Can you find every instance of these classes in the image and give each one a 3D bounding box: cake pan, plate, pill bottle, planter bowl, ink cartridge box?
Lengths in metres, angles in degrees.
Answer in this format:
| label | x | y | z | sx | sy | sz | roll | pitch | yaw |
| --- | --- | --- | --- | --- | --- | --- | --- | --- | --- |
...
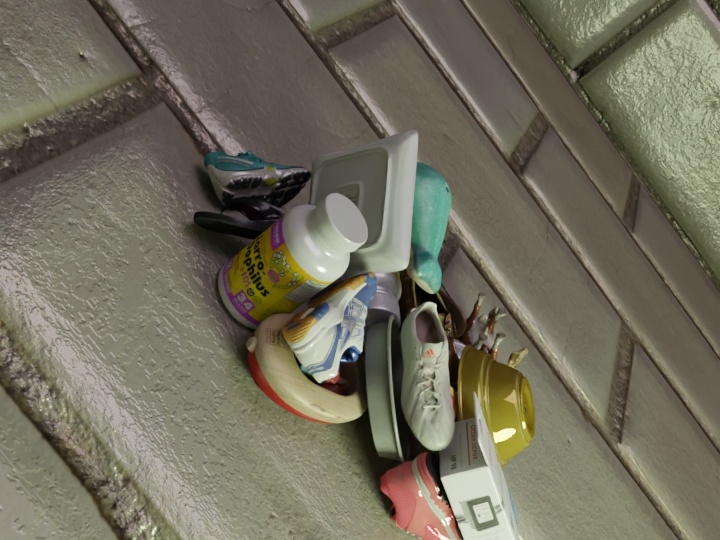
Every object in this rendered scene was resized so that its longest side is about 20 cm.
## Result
| label | x | y | z | sx | sy | sz | roll | pitch | yaw |
| --- | --- | --- | --- | --- | --- | --- | --- | --- | --- |
| cake pan | 0.037 | 0.162 | 1.157 | 0.200 | 0.036 | 0.204 | -7 | 90 | -82 |
| plate | -0.011 | -0.091 | 1.205 | 0.032 | 0.198 | 0.203 | 21 | 68 | -47 |
| pill bottle | 0.000 | 0.000 | 1.271 | 0.114 | 0.114 | 0.202 | 27 | 42 | -38 |
| planter bowl | 0.208 | 0.206 | 1.262 | 0.200 | 0.082 | 0.204 | -8 | 90 | -70 |
| ink cartridge box | 0.152 | 0.278 | 1.136 | 0.116 | 0.066 | 0.202 | -80 | 151 | -66 |
| pill bottle | -0.084 | -0.014 | 1.086 | 0.104 | 0.199 | 0.105 | 34 | 37 | -30 |

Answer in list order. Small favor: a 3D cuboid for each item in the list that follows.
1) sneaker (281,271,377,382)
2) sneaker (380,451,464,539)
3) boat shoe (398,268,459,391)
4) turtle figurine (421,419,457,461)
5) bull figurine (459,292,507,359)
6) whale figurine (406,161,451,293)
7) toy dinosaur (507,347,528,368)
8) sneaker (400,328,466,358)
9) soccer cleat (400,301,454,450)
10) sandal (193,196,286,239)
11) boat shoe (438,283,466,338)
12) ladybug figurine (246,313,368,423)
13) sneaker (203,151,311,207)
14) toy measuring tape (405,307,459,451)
| label | x | y | z | sx | sy | sz | roll | pitch | yaw |
| --- | --- | --- | --- | --- | --- | --- | --- | --- | --- |
| sneaker | -0.027 | 0.070 | 1.088 | 0.089 | 0.075 | 0.200 | 62 | 35 | -9 |
| sneaker | 0.085 | 0.322 | 1.138 | 0.074 | 0.086 | 0.202 | -88 | 157 | -57 |
| boat shoe | 0.101 | 0.086 | 1.275 | 0.071 | 0.068 | 0.202 | -12 | 67 | -32 |
| turtle figurine | 0.132 | 0.252 | 1.264 | 0.199 | 0.064 | 0.163 | 11 | 53 | -49 |
| bull figurine | 0.202 | 0.134 | 1.438 | 0.064 | 0.122 | 0.201 | 15 | 35 | -8 |
| whale figurine | 0.091 | -0.071 | 1.258 | 0.159 | 0.103 | 0.202 | 42 | 29 | -52 |
| toy dinosaur | 0.237 | 0.225 | 1.430 | 0.101 | 0.057 | 0.203 | 27 | 75 | -64 |
| sneaker | 0.107 | 0.136 | 1.344 | 0.200 | 0.078 | 0.099 | 46 | 40 | -2 |
| soccer cleat | 0.088 | 0.136 | 1.134 | 0.068 | 0.078 | 0.202 | 4 | 54 | -16 |
| sandal | -0.127 | -0.068 | 1.154 | 0.198 | 0.075 | 0.049 | 6 | 79 | -21 |
| boat shoe | 0.103 | 0.037 | 1.430 | 0.201 | 0.073 | 0.065 | 55 | -2 | 19 |
| ladybug figurine | -0.071 | 0.130 | 1.093 | 0.199 | 0.072 | 0.137 | 33 | 37 | -34 |
| sneaker | -0.145 | -0.142 | 1.249 | 0.080 | 0.078 | 0.199 | 53 | 27 | 21 |
| toy measuring tape | 0.103 | 0.154 | 1.219 | 0.073 | 0.073 | 0.203 | 18 | 62 | -44 |
